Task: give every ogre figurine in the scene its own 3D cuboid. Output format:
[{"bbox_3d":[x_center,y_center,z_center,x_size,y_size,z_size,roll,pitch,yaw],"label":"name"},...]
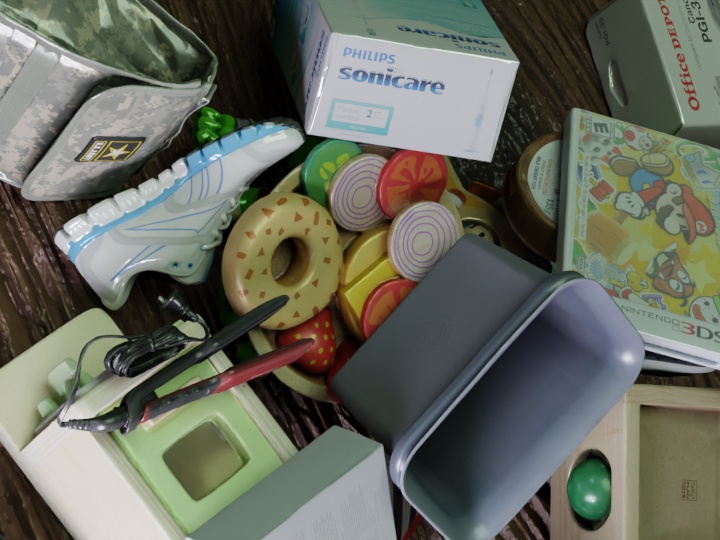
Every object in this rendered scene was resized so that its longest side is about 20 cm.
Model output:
[{"bbox_3d":[-0.056,-0.026,1.712,0.119,0.098,0.201,-8,60,-22],"label":"ogre figurine"}]

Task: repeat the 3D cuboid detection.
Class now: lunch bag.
[{"bbox_3d":[-0.218,-0.138,1.621,0.199,0.164,0.118,29,50,-16],"label":"lunch bag"}]

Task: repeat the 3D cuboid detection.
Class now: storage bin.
[{"bbox_3d":[0.085,0.078,1.624,0.200,0.134,0.146,-47,133,-4],"label":"storage bin"}]

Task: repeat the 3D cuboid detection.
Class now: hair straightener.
[{"bbox_3d":[-0.126,0.056,1.529,0.199,0.041,0.077,-24,82,-33],"label":"hair straightener"}]

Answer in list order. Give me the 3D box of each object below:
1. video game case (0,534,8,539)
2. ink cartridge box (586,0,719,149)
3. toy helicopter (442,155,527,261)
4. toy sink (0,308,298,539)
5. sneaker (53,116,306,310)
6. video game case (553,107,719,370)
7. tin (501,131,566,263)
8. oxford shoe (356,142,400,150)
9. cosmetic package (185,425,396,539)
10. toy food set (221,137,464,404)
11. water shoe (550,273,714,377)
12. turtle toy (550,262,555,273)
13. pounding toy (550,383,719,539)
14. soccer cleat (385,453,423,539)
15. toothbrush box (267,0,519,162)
[{"bbox_3d":[-0.294,0.238,1.481,0.200,0.025,0.181,37,53,-13],"label":"video game case"},{"bbox_3d":[0.318,-0.177,2.022,0.199,0.083,0.147,-5,70,-33],"label":"ink cartridge box"},{"bbox_3d":[0.078,-0.057,1.817,0.131,0.079,0.201,-12,58,-17],"label":"toy helicopter"},{"bbox_3d":[-0.150,0.114,1.574,0.130,0.112,0.200,-35,88,-39],"label":"toy sink"},{"bbox_3d":[-0.118,-0.039,1.646,0.087,0.199,0.075,60,8,3],"label":"sneaker"},{"bbox_3d":[0.239,-0.022,1.746,0.181,0.023,0.201,15,53,-11],"label":"video game case"},{"bbox_3d":[0.209,-0.041,1.785,0.199,0.042,0.112,19,57,-8],"label":"tin"},{"bbox_3d":[-0.005,-0.119,1.798,0.073,0.071,0.201,17,40,-16],"label":"oxford shoe"},{"bbox_3d":[-0.038,0.230,1.553,0.151,0.051,0.201,-36,130,-39],"label":"cosmetic package"},{"bbox_3d":[0.000,0.000,1.665,0.198,0.049,0.201,-40,115,-18],"label":"toy food set"},{"bbox_3d":[0.185,0.054,1.747,0.199,0.079,0.072,11,72,-14],"label":"water shoe"},{"bbox_3d":[0.214,-0.016,1.867,0.145,0.101,0.201,-1,64,-11],"label":"turtle toy"},{"bbox_3d":[0.212,0.158,1.776,0.199,0.142,0.185,5,83,-28],"label":"pounding toy"},{"bbox_3d":[0.022,0.153,1.692,0.085,0.069,0.200,41,57,-13],"label":"soccer cleat"},{"bbox_3d":[0.021,-0.168,1.706,0.145,0.086,0.200,7,25,-16],"label":"toothbrush box"}]
